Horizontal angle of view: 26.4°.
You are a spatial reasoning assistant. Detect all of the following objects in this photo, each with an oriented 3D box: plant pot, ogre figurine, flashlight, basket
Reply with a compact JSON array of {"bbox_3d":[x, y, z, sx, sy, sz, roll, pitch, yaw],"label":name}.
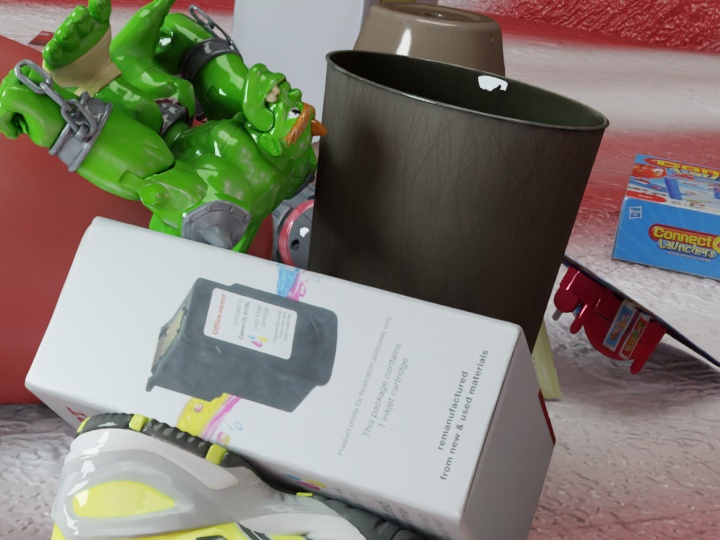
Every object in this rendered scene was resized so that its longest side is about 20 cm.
[{"bbox_3d":[-0.153,-0.016,0.821,0.175,0.203,0.200,10,14,-27],"label":"plant pot"},{"bbox_3d":[0.049,-0.133,1.308,0.197,0.177,0.200,7,16,-2],"label":"plant pot"},{"bbox_3d":[-0.083,-0.067,0.718,0.120,0.098,0.200,40,3,0],"label":"ogre figurine"},{"bbox_3d":[0.000,0.000,1.029,0.067,0.069,0.200,1,18,-28],"label":"flashlight"},{"bbox_3d":[0.035,0.003,0.794,0.134,0.203,0.180,3,15,-26],"label":"basket"}]

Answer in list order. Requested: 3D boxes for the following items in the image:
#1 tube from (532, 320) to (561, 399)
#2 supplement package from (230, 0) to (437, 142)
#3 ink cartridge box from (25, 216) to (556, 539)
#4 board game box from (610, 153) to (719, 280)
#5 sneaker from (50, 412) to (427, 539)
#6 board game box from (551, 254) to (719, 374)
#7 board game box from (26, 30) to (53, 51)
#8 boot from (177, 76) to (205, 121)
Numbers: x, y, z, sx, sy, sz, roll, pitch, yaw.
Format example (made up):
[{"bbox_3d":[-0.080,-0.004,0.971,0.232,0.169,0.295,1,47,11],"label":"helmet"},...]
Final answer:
[{"bbox_3d":[0.031,0.044,0.912,0.197,0.059,0.052,-1,23,-28],"label":"tube"},{"bbox_3d":[-0.025,-0.242,1.594,0.145,0.194,0.200,14,18,22],"label":"supplement package"},{"bbox_3d":[-0.025,0.063,0.674,0.197,0.084,0.146,14,-20,19],"label":"ink cartridge box"},{"bbox_3d":[0.328,-0.041,1.349,0.197,0.057,0.196,12,17,10],"label":"board game box"},{"bbox_3d":[-0.031,0.128,0.610,0.198,0.077,0.076,22,-23,-4],"label":"sneaker"},{"bbox_3d":[0.157,0.030,1.012,0.158,0.039,0.199,36,3,40],"label":"board game box"},{"bbox_3d":[-0.285,-0.252,1.798,0.197,0.020,0.103,8,18,-4],"label":"board game box"},{"bbox_3d":[-0.224,-0.171,1.473,0.180,0.073,0.201,21,22,-9],"label":"boot"}]
